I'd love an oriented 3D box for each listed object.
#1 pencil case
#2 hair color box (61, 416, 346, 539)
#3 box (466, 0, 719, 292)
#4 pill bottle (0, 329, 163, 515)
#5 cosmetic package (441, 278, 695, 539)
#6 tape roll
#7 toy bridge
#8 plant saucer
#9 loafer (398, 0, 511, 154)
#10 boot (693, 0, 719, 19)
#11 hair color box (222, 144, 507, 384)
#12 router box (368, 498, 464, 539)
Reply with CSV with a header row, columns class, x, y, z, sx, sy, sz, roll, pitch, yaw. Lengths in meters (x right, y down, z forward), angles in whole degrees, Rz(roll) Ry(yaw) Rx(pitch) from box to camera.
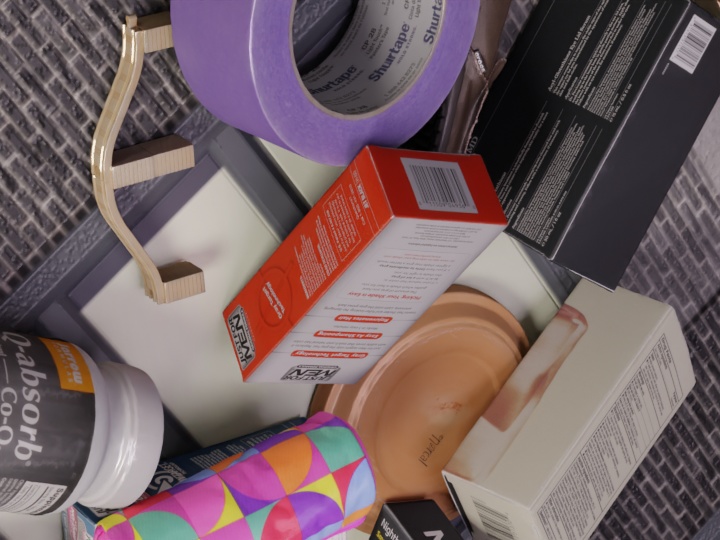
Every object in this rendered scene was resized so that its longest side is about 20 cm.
class,x,y,z,sx,sy,sz,roll,pitch,yaw
pencil case,-0.084,0.170,1.561,0.199,0.088,0.089,-27,124,-23
hair color box,-0.108,0.182,1.640,0.199,0.060,0.101,-16,117,-29
box,0.162,-0.107,1.648,0.079,0.141,0.201,25,96,-42
pill bottle,-0.231,0.094,1.476,0.199,0.116,0.117,11,104,-38
cosmetic package,0.158,0.116,1.747,0.200,0.087,0.104,-50,141,-23
tape roll,-0.020,-0.175,1.505,0.199,0.085,0.202,-19,119,-37
toy bridge,-0.142,-0.071,1.521,0.067,0.027,0.201,-18,119,-28
plant saucer,0.051,0.109,1.740,0.199,0.032,0.202,-15,119,-29
loafer,0.070,-0.132,1.613,0.071,0.073,0.201,4,109,-35
boot,0.288,-0.250,1.715,0.201,0.071,0.145,28,96,-35
hair color box,0.000,0.000,1.568,0.101,0.062,0.200,3,144,-37
router box,0.059,0.287,1.701,0.051,0.200,0.150,-2,126,-35
